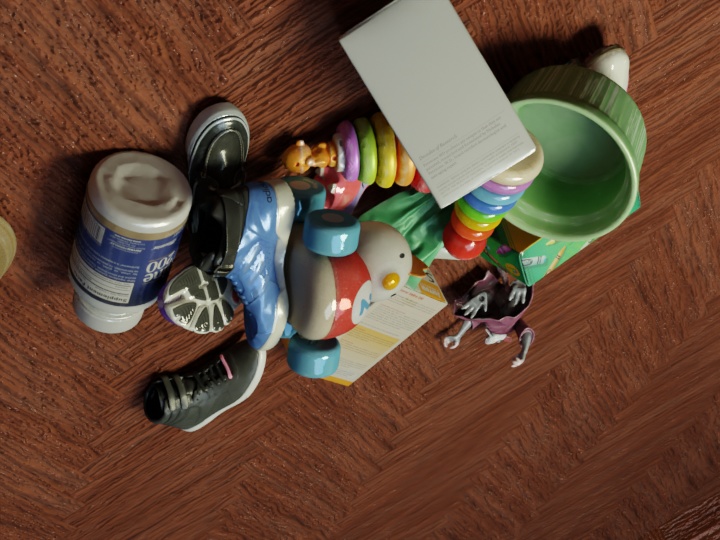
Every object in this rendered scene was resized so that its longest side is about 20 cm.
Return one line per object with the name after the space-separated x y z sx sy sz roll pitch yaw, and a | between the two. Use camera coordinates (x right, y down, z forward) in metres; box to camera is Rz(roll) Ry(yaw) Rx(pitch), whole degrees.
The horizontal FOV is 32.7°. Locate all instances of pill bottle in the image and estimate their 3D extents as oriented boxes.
-0.258 -0.024 1.343 0.110 0.111 0.200 -6 142 -30 | pill bottle

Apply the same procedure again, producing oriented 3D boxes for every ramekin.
0.238 -0.142 1.437 0.098 0.199 0.201 -57 171 -42 | ramekin

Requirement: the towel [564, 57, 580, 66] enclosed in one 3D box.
0.213 -0.173 1.562 0.199 0.023 0.153 -33 148 9 | towel

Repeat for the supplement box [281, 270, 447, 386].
0.003 0.065 1.695 0.200 0.074 0.126 -41 145 20 | supplement box

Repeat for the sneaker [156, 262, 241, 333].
-0.184 0.027 1.400 0.083 0.081 0.200 -12 -174 18 | sneaker

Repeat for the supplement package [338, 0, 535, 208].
0.077 -0.184 1.259 0.117 0.201 0.117 -31 -171 8 | supplement package

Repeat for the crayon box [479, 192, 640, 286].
0.248 -0.074 1.586 0.199 0.119 0.058 -34 128 -18 | crayon box

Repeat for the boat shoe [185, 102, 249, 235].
-0.154 -0.096 1.355 0.072 0.071 0.201 -13 145 -22 | boat shoe

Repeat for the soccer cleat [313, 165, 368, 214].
-0.055 -0.051 1.502 0.076 0.067 0.200 -1 137 -42 | soccer cleat

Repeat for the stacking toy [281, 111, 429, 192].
0.007 -0.136 1.406 0.199 0.110 0.117 -7 129 -11 | stacking toy

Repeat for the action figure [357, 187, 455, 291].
0.099 -0.085 1.521 0.200 0.055 0.118 -42 108 5 | action figure

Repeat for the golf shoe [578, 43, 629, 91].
0.297 -0.185 1.498 0.072 0.092 0.201 -17 144 -20 | golf shoe

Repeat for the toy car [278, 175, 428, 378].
0.000 0.000 1.411 0.199 0.177 0.185 -5 119 -27 | toy car

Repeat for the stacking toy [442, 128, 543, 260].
0.145 -0.080 1.427 0.085 0.086 0.200 -13 150 -21 | stacking toy

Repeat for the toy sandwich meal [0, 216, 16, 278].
-0.447 -0.029 1.247 0.204 0.071 0.206 -20 152 -11 | toy sandwich meal

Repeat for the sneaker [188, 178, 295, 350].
-0.137 0.000 1.332 0.111 0.077 0.201 -9 121 -31 | sneaker

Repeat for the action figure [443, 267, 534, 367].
0.202 0.058 1.843 0.200 0.133 0.150 52 57 -70 | action figure

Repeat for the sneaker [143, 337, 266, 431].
-0.216 0.156 1.663 0.200 0.071 0.099 -40 151 27 | sneaker

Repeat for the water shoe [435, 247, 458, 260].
0.076 -0.057 1.603 0.199 0.071 0.079 -3 113 -31 | water shoe
